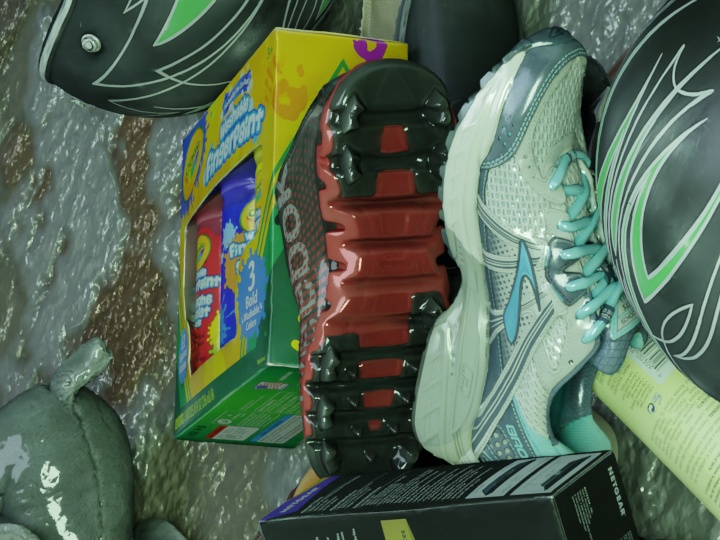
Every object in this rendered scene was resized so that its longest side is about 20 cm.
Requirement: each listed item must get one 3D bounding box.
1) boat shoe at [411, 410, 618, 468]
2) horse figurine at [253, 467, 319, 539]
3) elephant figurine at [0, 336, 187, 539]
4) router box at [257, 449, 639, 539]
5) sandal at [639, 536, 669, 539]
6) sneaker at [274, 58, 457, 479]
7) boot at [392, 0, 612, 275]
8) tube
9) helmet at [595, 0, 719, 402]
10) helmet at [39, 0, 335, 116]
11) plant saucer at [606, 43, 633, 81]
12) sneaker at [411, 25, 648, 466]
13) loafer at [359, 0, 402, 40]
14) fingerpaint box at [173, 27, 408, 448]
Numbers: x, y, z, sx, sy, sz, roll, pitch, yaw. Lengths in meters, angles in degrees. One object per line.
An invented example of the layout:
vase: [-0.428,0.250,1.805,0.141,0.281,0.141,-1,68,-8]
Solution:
boat shoe: [0.048,0.070,1.360,0.201,0.063,0.074,22,94,66]
horse figurine: [-0.001,0.143,1.420,0.133,0.050,0.200,-55,31,8]
elephant figurine: [-0.156,0.175,1.597,0.141,0.155,0.201,-24,60,-2]
router box: [0.057,0.181,1.209,0.157,0.052,0.201,-8,104,39]
sandal: [0.126,0.147,1.242,0.200,0.045,0.076,11,86,56]
sneaker: [0.000,0.000,1.322,0.098,0.070,0.202,-151,62,-69]
boot: [0.065,-0.080,1.338,0.200,0.065,0.166,173,100,-79]
tube: [0.166,0.082,1.187,0.200,0.052,0.058,43,141,37]
helmet: [0.184,-0.033,1.114,0.191,0.200,0.201,-41,45,17]
helmet: [-0.098,-0.184,1.546,0.200,0.200,0.192,-27,87,48]
plant saucer: [0.145,-0.035,1.291,0.200,0.036,0.202,-26,57,50]
sneaker: [0.083,-0.002,1.187,0.086,0.077,0.201,21,121,30]
loafer: [0.027,-0.186,1.488,0.076,0.068,0.201,1,79,56]
fingerpaint box: [-0.039,-0.011,1.457,0.200,0.073,0.168,143,131,-69]
